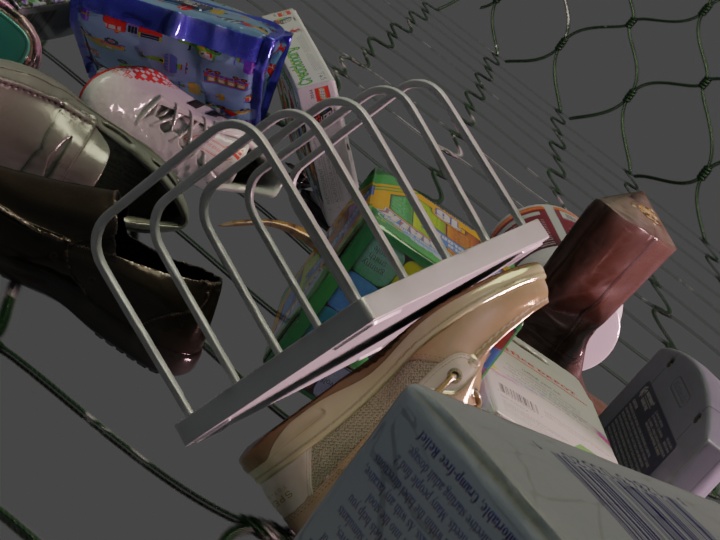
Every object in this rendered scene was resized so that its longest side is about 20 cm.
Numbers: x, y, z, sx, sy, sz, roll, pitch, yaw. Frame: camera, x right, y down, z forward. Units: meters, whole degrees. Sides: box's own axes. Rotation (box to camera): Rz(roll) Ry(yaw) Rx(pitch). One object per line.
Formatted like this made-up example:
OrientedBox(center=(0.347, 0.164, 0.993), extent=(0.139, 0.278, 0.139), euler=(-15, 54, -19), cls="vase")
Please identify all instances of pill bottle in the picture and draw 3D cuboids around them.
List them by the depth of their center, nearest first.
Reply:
OrientedBox(center=(0.179, 0.018, 1.583), extent=(0.113, 0.113, 0.200), euler=(34, 14, -13), cls="pill bottle")

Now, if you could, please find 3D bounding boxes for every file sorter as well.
OrientedBox(center=(-0.021, -0.016, 0.917), extent=(0.200, 0.139, 0.125), euler=(-22, 80, -57), cls="file sorter")

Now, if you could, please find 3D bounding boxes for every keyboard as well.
OrientedBox(center=(-0.003, -0.048, 1.551), extent=(0.127, 0.021, 0.200), euler=(44, 14, 23), cls="keyboard")

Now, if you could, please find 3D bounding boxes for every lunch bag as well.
OrientedBox(center=(-0.138, -0.173, 1.309), extent=(0.150, 0.094, 0.200), euler=(19, 1, -1), cls="lunch bag")

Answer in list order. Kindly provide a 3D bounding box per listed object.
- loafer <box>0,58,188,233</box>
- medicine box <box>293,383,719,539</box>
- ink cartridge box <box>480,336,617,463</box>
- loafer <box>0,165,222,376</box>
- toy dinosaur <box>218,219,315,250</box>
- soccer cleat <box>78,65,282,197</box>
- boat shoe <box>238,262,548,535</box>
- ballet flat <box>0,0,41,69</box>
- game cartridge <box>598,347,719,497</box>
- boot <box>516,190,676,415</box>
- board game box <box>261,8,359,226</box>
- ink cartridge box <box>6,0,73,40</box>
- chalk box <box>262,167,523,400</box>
OrientedBox(center=(-0.185, -0.076, 1.077), extent=(0.200, 0.070, 0.070), euler=(24, 10, -45), cls="loafer")
OrientedBox(center=(0.043, 0.163, 0.572), extent=(0.182, 0.200, 0.103), euler=(24, 17, -43), cls="medicine box")
OrientedBox(center=(0.108, 0.110, 1.195), extent=(0.117, 0.067, 0.200), euler=(33, 15, -13), cls="ink cartridge box")
OrientedBox(center=(-0.161, -0.023, 0.955), extent=(0.200, 0.071, 0.073), euler=(34, 14, -13), cls="loafer")
OrientedBox(center=(0.000, 0.000, 1.309), extent=(0.200, 0.060, 0.106), euler=(38, 15, 7), cls="toy dinosaur")
OrientedBox(center=(-0.132, -0.101, 1.290), extent=(0.085, 0.069, 0.200), euler=(28, 2, 34), cls="soccer cleat")
OrientedBox(center=(0.031, 0.068, 0.921), extent=(0.065, 0.200, 0.072), euler=(53, -20, 4), cls="boat shoe")
OrientedBox(center=(-0.311, -0.204, 1.221), extent=(0.200, 0.069, 0.071), euler=(39, -5, -7), cls="ballet flat")
OrientedBox(center=(0.218, 0.131, 1.261), extent=(0.042, 0.133, 0.200), euler=(42, 13, -10), cls="game cartridge")
OrientedBox(center=(0.199, 0.038, 1.374), extent=(0.186, 0.200, 0.064), euler=(24, 19, -42), cls="boot")
OrientedBox(center=(-0.043, -0.136, 1.472), extent=(0.200, 0.035, 0.126), euler=(-115, -169, -63), cls="board game box")
OrientedBox(center=(-0.305, -0.266, 1.335), extent=(0.200, 0.050, 0.109), euler=(50, 30, 8), cls="ink cartridge box")
OrientedBox(center=(0.022, 0.032, 1.120), extent=(0.125, 0.124, 0.200), euler=(34, 14, -8), cls="chalk box")
